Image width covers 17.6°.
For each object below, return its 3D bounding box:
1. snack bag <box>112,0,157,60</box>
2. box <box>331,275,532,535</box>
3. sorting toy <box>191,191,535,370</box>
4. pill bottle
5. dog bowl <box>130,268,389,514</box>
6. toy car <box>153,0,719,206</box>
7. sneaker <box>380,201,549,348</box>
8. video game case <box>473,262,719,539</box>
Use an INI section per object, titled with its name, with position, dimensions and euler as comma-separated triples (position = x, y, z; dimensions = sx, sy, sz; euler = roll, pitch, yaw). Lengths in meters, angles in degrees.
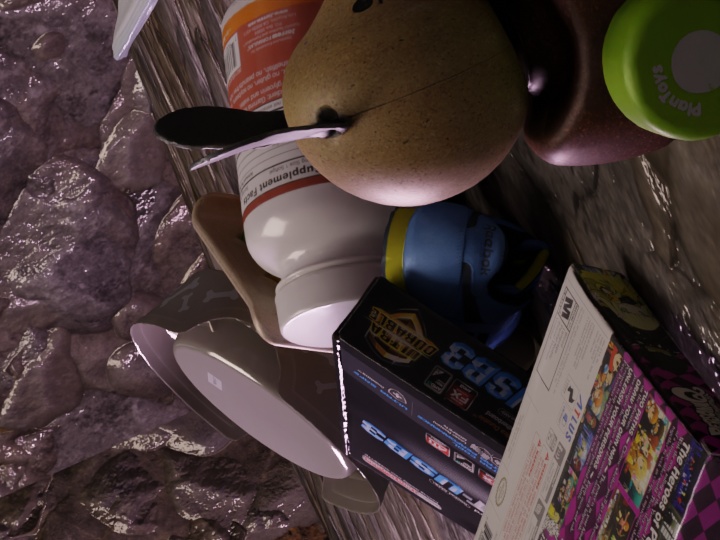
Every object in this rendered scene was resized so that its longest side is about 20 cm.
[snack bag]
position = -0.117, -0.241, 1.322
dimensions = 0.189, 0.021, 0.202
euler = 135, 140, -61
[box]
position = 0.079, 0.106, 1.282
dimensions = 0.199, 0.050, 0.199
euler = 33, 161, 13
[sorting toy]
position = 0.000, 0.000, 1.463
dimensions = 0.200, 0.184, 0.037
euler = -123, 45, -62
[pill bottle]
position = -0.017, -0.064, 1.352
dimensions = 0.112, 0.111, 0.202
euler = 88, 175, -71
[dog bowl]
position = -0.054, 0.075, 1.507
dimensions = 0.199, 0.059, 0.200
euler = 33, 162, 12
[toy car]
position = 0.019, -0.089, 0.844
dimensions = 0.164, 0.199, 0.159
euler = -144, 31, -76
[sneaker]
position = 0.075, 0.010, 1.307
dimensions = 0.200, 0.078, 0.067
euler = 37, -123, -69
[video game case]
position = 0.110, 0.126, 1.087
dimensions = 0.182, 0.036, 0.201
euler = -120, 43, -60
